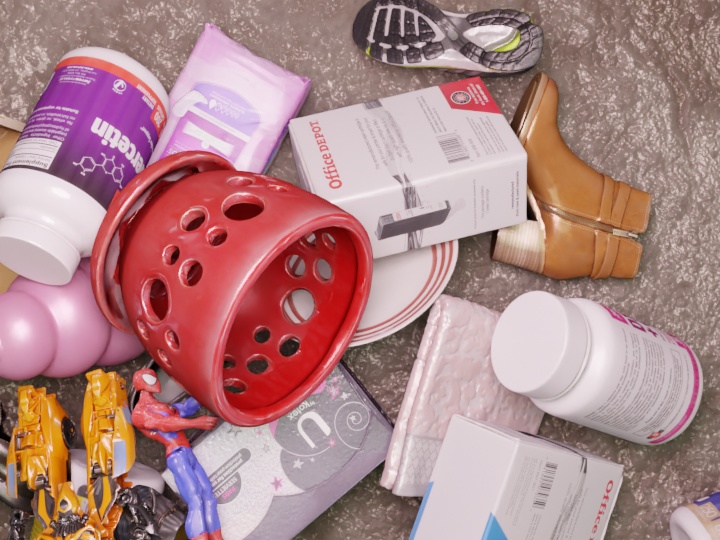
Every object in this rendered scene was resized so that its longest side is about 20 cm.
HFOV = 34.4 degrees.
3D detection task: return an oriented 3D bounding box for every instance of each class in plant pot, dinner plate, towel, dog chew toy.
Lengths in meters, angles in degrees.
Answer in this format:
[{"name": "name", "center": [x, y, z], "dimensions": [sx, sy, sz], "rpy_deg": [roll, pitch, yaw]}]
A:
[{"name": "plant pot", "center": [-0.114, 0.005, 1.003], "dimensions": [0.182, 0.200, 0.201], "rpy_deg": [32, 88, 31]}, {"name": "dinner plate", "center": [0.000, 0.000, 1.123], "dimensions": [0.199, 0.201, 0.024], "rpy_deg": [-27, 134, -3]}, {"name": "towel", "center": [0.116, 0.134, 1.127], "dimensions": [0.199, 0.032, 0.193], "rpy_deg": [18, 89, -45]}, {"name": "dog chew toy", "center": [-0.271, 0.042, 1.076], "dimensions": [0.123, 0.200, 0.126], "rpy_deg": [10, 111, 29]}]

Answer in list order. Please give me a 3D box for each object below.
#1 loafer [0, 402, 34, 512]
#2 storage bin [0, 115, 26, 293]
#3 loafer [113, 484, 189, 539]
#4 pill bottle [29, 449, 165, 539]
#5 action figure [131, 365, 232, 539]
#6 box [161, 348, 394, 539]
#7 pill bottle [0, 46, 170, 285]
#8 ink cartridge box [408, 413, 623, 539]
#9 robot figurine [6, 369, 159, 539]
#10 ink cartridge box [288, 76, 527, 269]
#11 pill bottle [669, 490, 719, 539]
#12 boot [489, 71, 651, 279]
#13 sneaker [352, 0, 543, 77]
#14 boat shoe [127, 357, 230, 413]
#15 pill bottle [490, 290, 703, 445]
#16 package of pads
[{"name": "loafer", "center": [-0.379, 0.152, 1.139], "dimensions": [0.200, 0.073, 0.072], "rpy_deg": [40, 83, -12]}, {"name": "storage bin", "center": [-0.361, -0.050, 1.063], "dimensions": [0.093, 0.200, 0.201], "rpy_deg": [12, 89, 11]}, {"name": "loafer", "center": [-0.162, 0.283, 1.100], "dimensions": [0.072, 0.201, 0.073], "rpy_deg": [15, 59, 36]}, {"name": "pill bottle", "center": [-0.266, 0.283, 1.119], "dimensions": [0.113, 0.114, 0.202], "rpy_deg": [16, 89, -4]}, {"name": "action figure", "center": [-0.135, 0.163, 1.039], "dimensions": [0.099, 0.065, 0.201], "rpy_deg": [-34, 76, 7]}, {"name": "box", "center": [-0.075, 0.174, 1.131], "dimensions": [0.200, 0.115, 0.132], "rpy_deg": [-39, 93, -3]}, {"name": "pill bottle", "center": [-0.252, -0.092, 1.035], "dimensions": [0.111, 0.113, 0.202], "rpy_deg": [20, 63, -4]}, {"name": "ink cartridge box", "center": [0.150, 0.230, 1.109], "dimensions": [0.199, 0.083, 0.146], "rpy_deg": [21, 88, -47]}, {"name": "robot figurine", "center": [-0.254, 0.196, 1.030], "dimensions": [0.144, 0.058, 0.202], "rpy_deg": [-13, 65, 8]}, {"name": "ink cartridge box", "center": [0.043, -0.096, 1.112], "dimensions": [0.198, 0.145, 0.084], "rpy_deg": [-13, 132, -7]}, {"name": "pill bottle", "center": [0.423, 0.259, 1.165], "dimensions": [0.198, 0.116, 0.117], "rpy_deg": [-21, 91, -4]}, {"name": "boot", "center": [0.220, -0.090, 1.174], "dimensions": [0.153, 0.074, 0.202], "rpy_deg": [8, 102, -3]}, {"name": "sneaker", "center": [0.087, -0.224, 1.165], "dimensions": [0.198, 0.081, 0.075], "rpy_deg": [14, 86, 16]}, {"name": "boat shoe", "center": [-0.157, 0.076, 1.146], "dimensions": [0.074, 0.073, 0.201], "rpy_deg": [35, 88, -3]}, {"name": "pill bottle", "center": [0.225, 0.092, 1.111], "dimensions": [0.199, 0.113, 0.114], "rpy_deg": [21, 88, -37]}, {"name": "package of pads", "center": [-0.145, -0.127, 1.146], "dimensions": [0.120, 0.076, 0.201], "rpy_deg": [29, 88, 1]}]
